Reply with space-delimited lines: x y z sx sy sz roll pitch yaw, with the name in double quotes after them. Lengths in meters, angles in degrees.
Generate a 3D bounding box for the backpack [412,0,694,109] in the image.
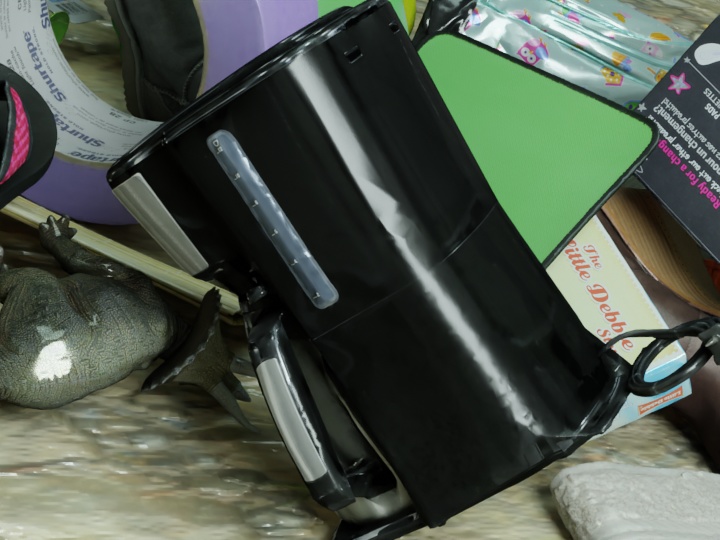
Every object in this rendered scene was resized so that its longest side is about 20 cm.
0.135 -0.142 1.243 0.199 0.127 0.167 23 22 0 "backpack"

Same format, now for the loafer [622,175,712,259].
0.244 -0.016 1.156 0.200 0.072 0.063 45 18 31 "loafer"

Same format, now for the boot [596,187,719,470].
0.122 0.045 0.949 0.166 0.072 0.201 -11 57 -14 "boot"

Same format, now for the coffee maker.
0.020 -0.011 0.748 0.200 0.192 0.135 58 5 -8 "coffee maker"

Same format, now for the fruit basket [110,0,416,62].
-0.042 -0.194 1.160 0.215 0.156 0.216 -10 23 4 "fruit basket"

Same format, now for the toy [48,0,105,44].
-0.277 -0.193 1.143 0.200 0.047 0.115 31 24 15 "toy"

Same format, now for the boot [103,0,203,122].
-0.050 -0.109 1.015 0.200 0.182 0.073 32 60 27 "boot"

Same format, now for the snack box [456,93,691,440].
0.071 0.005 0.900 0.116 0.037 0.200 -24 50 -3 "snack box"

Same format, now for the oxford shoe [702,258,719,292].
0.153 0.009 1.051 0.199 0.072 0.073 21 -1 8 "oxford shoe"

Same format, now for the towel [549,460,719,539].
0.198 0.146 0.828 0.199 0.035 0.133 9 27 -22 "towel"

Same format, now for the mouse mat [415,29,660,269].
0.038 -0.038 0.915 0.161 0.008 0.200 30 65 33 "mouse mat"

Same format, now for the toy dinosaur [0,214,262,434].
-0.132 0.027 0.781 0.102 0.077 0.200 24 18 40 "toy dinosaur"

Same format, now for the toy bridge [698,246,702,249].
0.130 -0.049 1.105 0.200 0.027 0.067 19 18 38 "toy bridge"

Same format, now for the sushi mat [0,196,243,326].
-0.139 -0.016 0.888 0.199 0.012 0.096 25 1 9 "sushi mat"

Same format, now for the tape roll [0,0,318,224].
-0.129 -0.132 0.951 0.199 0.201 0.085 24 25 10 "tape roll"

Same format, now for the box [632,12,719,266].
0.250 -0.054 0.988 0.132 0.115 0.200 50 20 27 "box"

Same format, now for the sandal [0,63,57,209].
-0.188 -0.058 0.828 0.075 0.045 0.200 16 30 -3 "sandal"
